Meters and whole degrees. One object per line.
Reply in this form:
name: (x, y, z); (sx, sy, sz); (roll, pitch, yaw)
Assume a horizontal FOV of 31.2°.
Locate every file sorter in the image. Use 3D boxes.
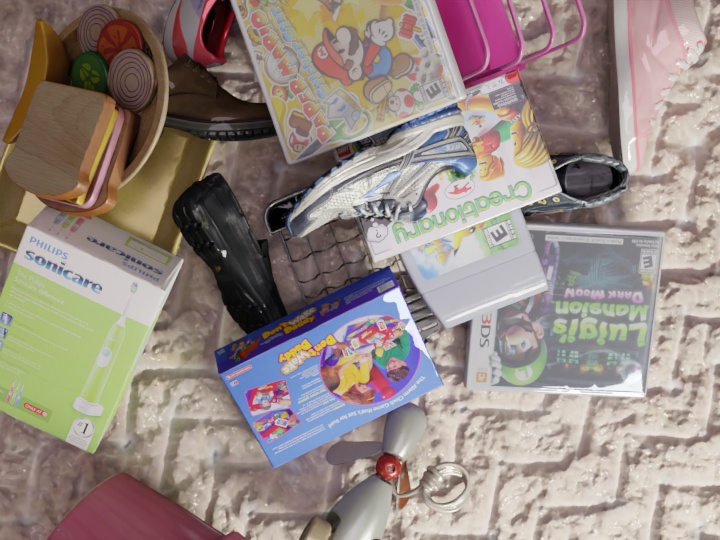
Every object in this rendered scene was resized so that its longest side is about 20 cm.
file sorter: (0.104, -0.255, 1.263); (0.199, 0.125, 0.141); (-23, 94, -35)

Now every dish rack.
dish rack: (0.000, 0.000, 1.342); (0.152, 0.055, 0.202); (-21, 93, -2)

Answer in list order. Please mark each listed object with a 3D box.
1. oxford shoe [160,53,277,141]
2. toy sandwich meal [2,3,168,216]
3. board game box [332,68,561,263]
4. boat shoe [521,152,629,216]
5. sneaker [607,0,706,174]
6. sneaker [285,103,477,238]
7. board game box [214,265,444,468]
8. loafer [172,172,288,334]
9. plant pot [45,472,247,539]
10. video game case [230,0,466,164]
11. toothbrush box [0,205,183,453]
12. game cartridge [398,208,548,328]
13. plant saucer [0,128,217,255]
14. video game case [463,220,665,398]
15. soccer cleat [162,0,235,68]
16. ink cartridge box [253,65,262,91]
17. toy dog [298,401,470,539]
oxford shoe: (-0.157, -0.171, 1.269); (0.197, 0.073, 0.086); (6, 89, -4)
toy sandwich meal: (-0.267, -0.156, 1.222); (0.203, 0.070, 0.208); (-5, 81, 33)
board game box: (0.083, -0.101, 1.261); (0.198, 0.035, 0.128); (-21, 89, 1)
boat shoe: (0.175, -0.091, 1.332); (0.197, 0.091, 0.072); (-8, 92, -4)
sneaker: (0.312, -0.202, 1.346); (0.103, 0.075, 0.203); (0, 88, 1)
sneaker: (0.023, -0.077, 1.209); (0.199, 0.077, 0.086); (-31, 92, 2)
board game box: (-0.031, 0.100, 1.313); (0.198, 0.045, 0.135); (-26, 121, 0)
loafer: (-0.116, -0.006, 1.316); (0.070, 0.068, 0.202); (-44, 116, -33)
plant pot: (-0.216, 0.308, 1.279); (0.179, 0.200, 0.200); (41, 89, 12)
video game case: (-0.018, -0.221, 1.176); (0.180, 0.023, 0.202); (-19, 93, 18)
toothbrush box: (-0.283, 0.055, 1.275); (0.144, 0.086, 0.202); (25, 114, -4)
game cartridge: (0.094, -0.052, 1.296); (0.132, 0.040, 0.202); (-21, 89, 4)
plant saucer: (-0.265, -0.093, 1.323); (0.198, 0.048, 0.202); (21, 90, -4)
video game case: (0.213, 0.041, 1.356); (0.197, 0.023, 0.184); (3, 103, -4)
soccer cleat: (-0.143, -0.303, 1.304); (0.073, 0.068, 0.203); (17, 95, 39)
ink cartridge box: (-0.069, -0.279, 1.281); (0.083, 0.146, 0.203); (-4, 92, 1)
toy dog: (0.008, 0.241, 1.345); (0.200, 0.096, 0.132); (-40, 91, -17)
